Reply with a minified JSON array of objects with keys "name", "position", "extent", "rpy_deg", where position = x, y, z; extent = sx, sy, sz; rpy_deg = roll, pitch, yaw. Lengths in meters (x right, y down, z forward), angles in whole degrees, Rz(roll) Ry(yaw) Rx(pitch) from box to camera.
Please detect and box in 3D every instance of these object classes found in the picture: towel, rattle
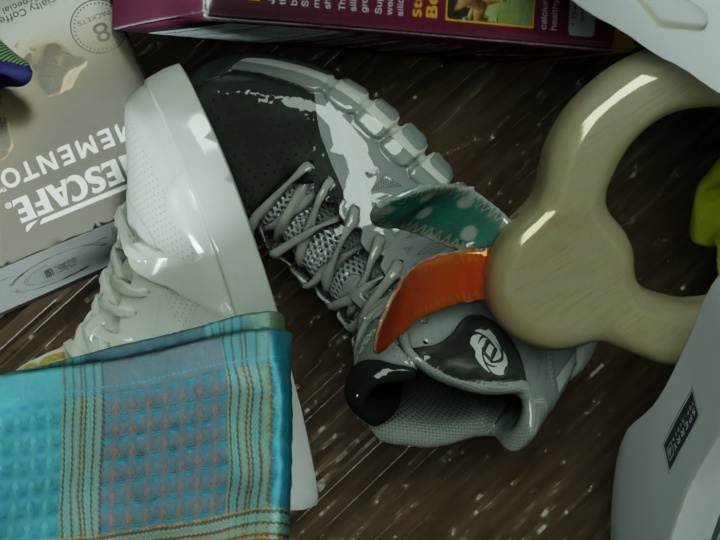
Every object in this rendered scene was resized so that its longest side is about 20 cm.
[{"name":"towel","position":[-0.085,0.120,1.030],"extent":[0.146,0.022,0.201],"rpy_deg":[-13,66,36]},{"name":"rattle","position":[0.086,-0.027,1.146],"extent":[0.199,0.143,0.131],"rpy_deg":[-21,121,-3]}]

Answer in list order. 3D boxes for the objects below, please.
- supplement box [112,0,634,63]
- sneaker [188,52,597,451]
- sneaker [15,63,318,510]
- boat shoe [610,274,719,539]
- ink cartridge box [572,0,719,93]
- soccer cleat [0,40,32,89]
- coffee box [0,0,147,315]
[{"name":"supplement box","position":[0.007,-0.145,1.159],"extent":[0.199,0.086,0.111],"rpy_deg":[2,89,-30]},{"name":"sneaker","position":[0.000,0.000,1.142],"extent":[0.200,0.075,0.116],"rpy_deg":[33,38,-3]},{"name":"sneaker","position":[-0.090,0.025,1.116],"extent":[0.115,0.074,0.201],"rpy_deg":[-16,121,-6]},{"name":"boat shoe","position":[0.146,0.069,1.111],"extent":[0.067,0.200,0.072],"rpy_deg":[2,51,-13]},{"name":"ink cartridge box","position":[0.184,-0.137,1.117],"extent":[0.199,0.083,0.146],"rpy_deg":[-18,42,-41]},{"name":"soccer cleat","position":[-0.184,-0.008,1.085],"extent":[0.083,0.065,0.201],"rpy_deg":[23,77,-7]},{"name":"coffee box","position":[-0.177,-0.034,1.165],"extent":[0.199,0.080,0.113],"rpy_deg":[-22,79,-10]}]
